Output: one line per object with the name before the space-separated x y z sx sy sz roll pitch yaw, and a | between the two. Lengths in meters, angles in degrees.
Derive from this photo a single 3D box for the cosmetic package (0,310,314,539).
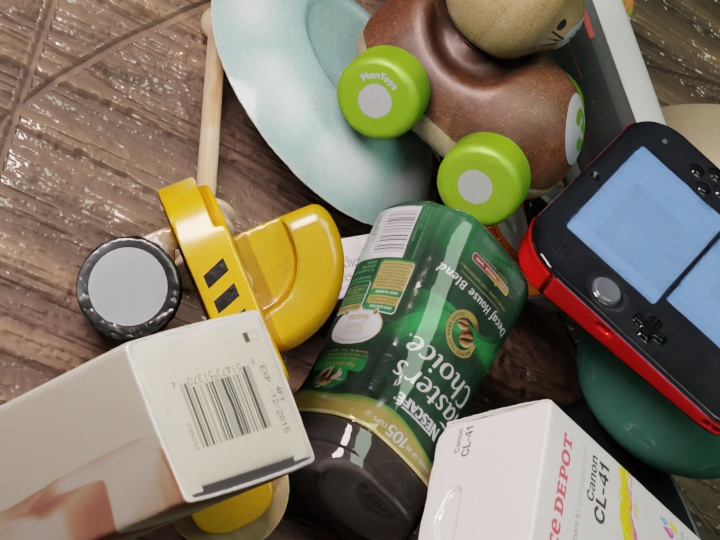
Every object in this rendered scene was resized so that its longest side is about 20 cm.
cosmetic package | -0.134 0.098 1.386 0.103 0.200 0.087 -16 83 -48

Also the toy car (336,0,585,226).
toy car | 0.106 -0.155 1.667 0.158 0.200 0.164 40 29 0

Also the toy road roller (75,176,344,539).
toy road roller | -0.065 0.044 1.500 0.123 0.146 0.200 168 -100 -87

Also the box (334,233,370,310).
box | 0.000 0.000 1.701 0.200 0.041 0.039 -10 78 -49

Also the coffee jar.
coffee jar | 0.021 0.064 1.623 0.104 0.085 0.200 48 56 -36

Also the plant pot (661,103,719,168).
plant pot | 0.265 -0.038 1.928 0.200 0.134 0.200 23 55 -38

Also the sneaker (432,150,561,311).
sneaker | 0.101 -0.057 1.829 0.092 0.076 0.200 44 28 -61

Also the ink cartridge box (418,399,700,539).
ink cartridge box | 0.125 0.192 1.585 0.200 0.086 0.148 43 44 -37

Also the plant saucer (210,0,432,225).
plant saucer | -0.011 -0.122 1.720 0.201 0.039 0.201 38 33 -30

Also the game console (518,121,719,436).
game console | 0.204 -0.001 1.710 0.177 0.031 0.200 39 42 7

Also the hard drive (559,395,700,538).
hard drive | 0.172 0.182 1.785 0.135 0.042 0.200 -20 85 -50

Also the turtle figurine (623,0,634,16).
turtle figurine | 0.151 -0.238 1.963 0.161 0.064 0.200 45 58 -6

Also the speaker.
speaker | 0.150 -0.134 1.812 0.081 0.081 0.200 -43 118 -48

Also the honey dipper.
honey dipper | -0.092 -0.080 1.654 0.038 0.038 0.200 29 47 -34

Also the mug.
mug | 0.231 0.060 1.780 0.185 0.114 0.152 -5 53 -37
